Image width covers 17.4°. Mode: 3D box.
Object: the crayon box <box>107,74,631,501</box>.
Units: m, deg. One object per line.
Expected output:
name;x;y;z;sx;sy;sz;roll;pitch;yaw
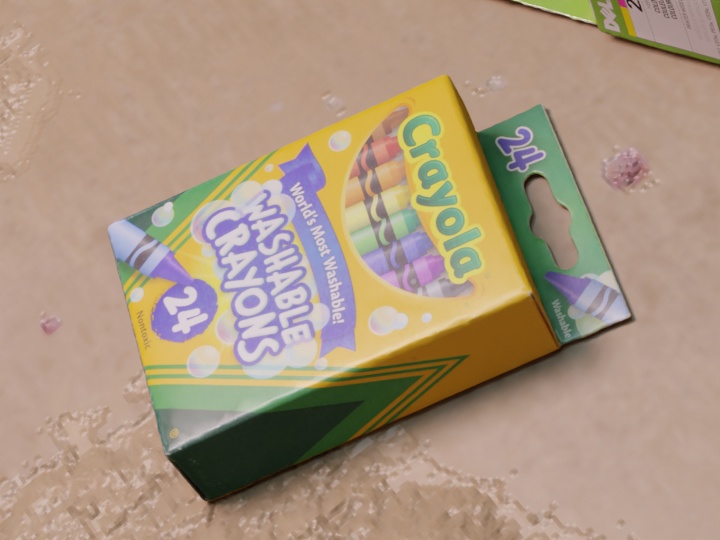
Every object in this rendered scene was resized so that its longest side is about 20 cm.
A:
crayon box;0.000;0.000;1.011;0.199;0.052;0.126;-24;54;6

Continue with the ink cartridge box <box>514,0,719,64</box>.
ink cartridge box;0.129;-0.185;1.058;0.199;0.076;0.148;19;68;29
